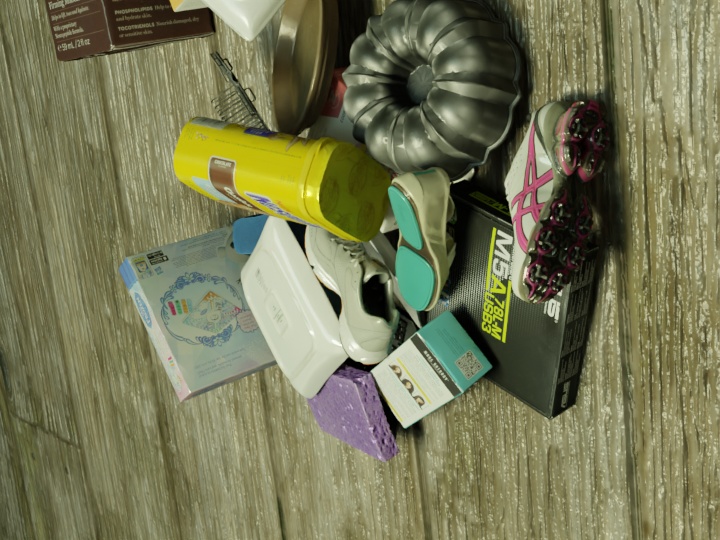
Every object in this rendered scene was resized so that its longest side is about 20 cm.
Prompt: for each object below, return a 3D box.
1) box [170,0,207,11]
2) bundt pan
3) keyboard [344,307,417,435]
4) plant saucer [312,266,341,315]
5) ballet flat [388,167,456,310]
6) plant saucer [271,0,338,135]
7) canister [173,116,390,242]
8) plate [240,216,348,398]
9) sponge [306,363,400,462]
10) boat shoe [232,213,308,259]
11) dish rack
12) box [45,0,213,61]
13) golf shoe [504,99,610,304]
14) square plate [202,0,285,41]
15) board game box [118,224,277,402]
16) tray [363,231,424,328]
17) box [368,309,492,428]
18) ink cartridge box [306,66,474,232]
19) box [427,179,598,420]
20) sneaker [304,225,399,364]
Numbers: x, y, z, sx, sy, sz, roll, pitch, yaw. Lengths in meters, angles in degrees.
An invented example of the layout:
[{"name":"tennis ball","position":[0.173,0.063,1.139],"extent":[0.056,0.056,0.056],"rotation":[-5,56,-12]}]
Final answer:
[{"name":"box","position":[-0.170,-0.422,1.410],"extent":[0.200,0.097,0.125],"rotation":[-29,83,51]},{"name":"bundt pan","position":[0.062,-0.193,1.185],"extent":[0.201,0.076,0.204],"rotation":[-3,86,35]},{"name":"keyboard","position":[0.012,0.127,1.462],"extent":[0.104,0.039,0.201],"rotation":[36,129,36]},{"name":"plant saucer","position":[-0.049,0.021,1.493],"extent":[0.199,0.019,0.071],"rotation":[3,90,52]},{"name":"ballet flat","position":[0.073,-0.034,1.212],"extent":[0.069,0.069,0.201],"rotation":[43,157,31]},{"name":"plant saucer","position":[-0.065,-0.253,1.346],"extent":[0.200,0.029,0.202],"rotation":[-175,90,-71]},{"name":"canister","position":[-0.086,-0.102,1.255],"extent":[0.199,0.148,0.087],"rotation":[15,83,30]},{"name":"plate","position":[-0.092,0.049,1.434],"extent":[0.201,0.032,0.200],"rotation":[62,155,13]},{"name":"sponge","position":[-0.021,0.170,1.472],"extent":[0.200,0.030,0.112],"rotation":[9,123,64]},{"name":"boat shoe","position":[-0.092,-0.051,1.495],"extent":[0.199,0.068,0.085],"rotation":[16,107,51]},{"name":"dish rack","position":[-0.136,-0.170,1.420],"extent":[0.201,0.054,0.153],"rotation":[60,176,-31]},{"name":"box","position":[-0.322,-0.397,1.551],"extent":[0.165,0.163,0.202],"rotation":[3,107,50]},{"name":"golf shoe","position":[0.178,-0.065,1.116],"extent":[0.092,0.072,0.202],"rotation":[4,76,53]},{"name":"square plate","position":[-0.134,-0.394,1.286],"extent":[0.198,0.200,0.028],"rotation":[40,-179,5]},{"name":"board game box","position":[-0.193,0.050,1.548],"extent":[0.043,0.199,0.200],"rotation":[-43,71,51]},{"name":"tray","position":[0.022,-0.026,1.370],"extent":[0.201,0.022,0.107],"rotation":[55,174,19]},{"name":"box","position":[0.074,0.116,1.320],"extent":[0.082,0.049,0.200],"rotation":[52,155,5]},{"name":"ink cartridge box","position":[0.029,-0.129,1.311],"extent":[0.200,0.067,0.117],"rotation":[47,135,28]},{"name":"box","position":[0.156,0.029,1.235],"extent":[0.193,0.047,0.201],"rotation":[34,133,41]},{"name":"sneaker","position":[0.000,0.000,1.322],"extent":[0.201,0.075,0.092],"rotation":[66,149,23]}]
